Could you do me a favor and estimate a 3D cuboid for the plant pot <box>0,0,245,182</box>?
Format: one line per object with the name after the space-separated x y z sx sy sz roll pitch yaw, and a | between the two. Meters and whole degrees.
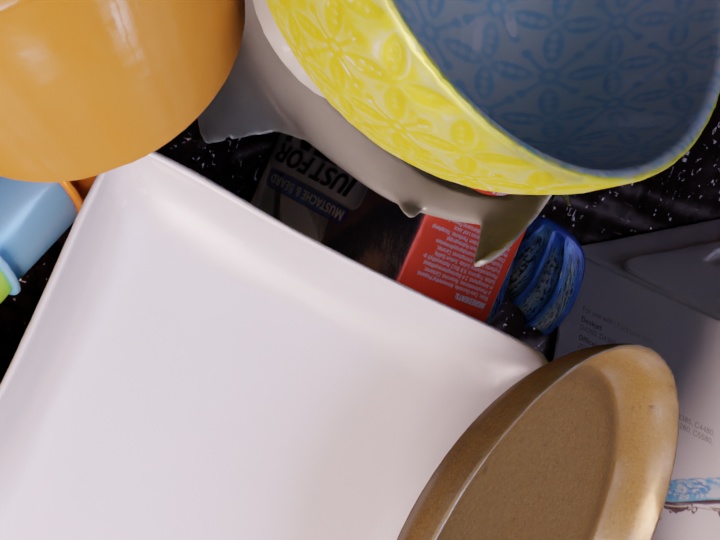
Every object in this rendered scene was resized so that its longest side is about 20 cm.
-0.120 -0.132 0.740 0.200 0.200 0.184 -46 147 -15 | plant pot

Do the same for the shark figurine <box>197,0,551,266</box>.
-0.014 -0.061 0.865 0.089 0.215 0.128 -25 156 -31 | shark figurine

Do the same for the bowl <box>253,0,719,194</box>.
0.024 -0.111 0.754 0.199 0.107 0.202 19 62 -41 | bowl

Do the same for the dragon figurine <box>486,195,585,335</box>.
0.060 -0.001 1.004 0.059 0.099 0.201 -9 121 -39 | dragon figurine

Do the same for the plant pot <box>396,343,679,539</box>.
0.062 0.116 0.891 0.200 0.027 0.201 -37 141 -38 | plant pot

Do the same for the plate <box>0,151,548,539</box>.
-0.053 0.080 0.866 0.199 0.032 0.201 26 91 -17 | plate

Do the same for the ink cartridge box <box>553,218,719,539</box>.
0.190 0.093 1.131 0.146 0.146 0.202 -10 116 -38 | ink cartridge box

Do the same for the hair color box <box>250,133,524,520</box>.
0.000 0.000 0.947 0.064 0.111 0.201 18 96 -42 | hair color box

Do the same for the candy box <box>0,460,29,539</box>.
-0.163 0.160 0.914 0.136 0.061 0.201 7 104 -42 | candy box

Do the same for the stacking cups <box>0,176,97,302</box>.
-0.135 -0.020 0.855 0.200 0.060 0.061 -45 132 -17 | stacking cups
